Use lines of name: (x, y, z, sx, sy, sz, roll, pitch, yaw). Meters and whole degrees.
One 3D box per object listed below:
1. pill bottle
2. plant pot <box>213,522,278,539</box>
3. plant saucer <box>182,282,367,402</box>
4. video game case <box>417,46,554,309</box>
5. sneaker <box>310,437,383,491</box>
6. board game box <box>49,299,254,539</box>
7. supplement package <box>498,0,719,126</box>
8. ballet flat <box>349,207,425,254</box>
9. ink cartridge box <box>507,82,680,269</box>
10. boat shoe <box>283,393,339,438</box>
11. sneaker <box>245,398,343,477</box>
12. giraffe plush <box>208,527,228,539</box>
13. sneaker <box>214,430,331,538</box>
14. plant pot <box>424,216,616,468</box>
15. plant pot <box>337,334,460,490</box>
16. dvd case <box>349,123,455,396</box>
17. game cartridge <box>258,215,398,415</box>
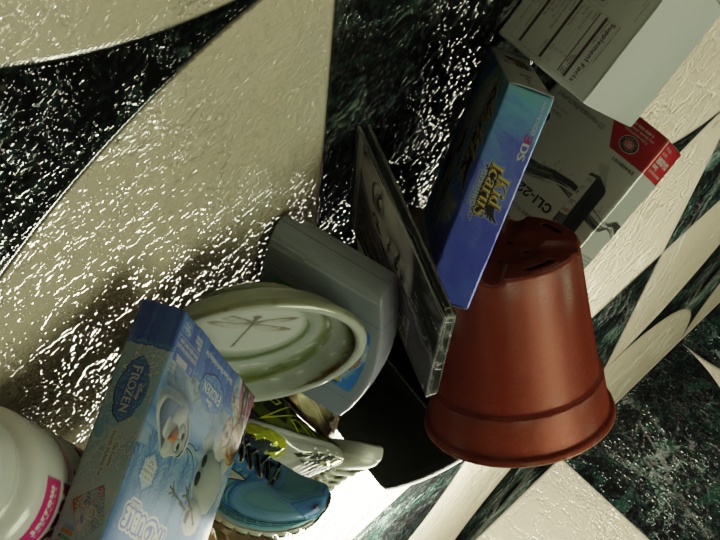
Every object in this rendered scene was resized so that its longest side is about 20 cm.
pill bottle: (-0.267, 0.160, 0.981, 0.113, 0.113, 0.200, -45, 161, -7)
plant pot: (-0.146, 0.351, 1.475, 0.200, 0.175, 0.200, -43, 173, -6)
plant saucer: (-0.096, 0.056, 1.172, 0.199, 0.050, 0.200, -8, 152, -4)
video game case: (0.106, -0.089, 1.220, 0.181, 0.045, 0.201, -94, -157, -71)
sneaker: (-0.047, 0.232, 1.498, 0.073, 0.085, 0.200, 15, 159, -37)
board game box: (-0.157, 0.154, 1.068, 0.200, 0.043, 0.200, 63, 42, -63)
supplement package: (0.249, -0.242, 1.315, 0.156, 0.111, 0.200, -53, 160, 14)
ballet flat: (0.000, 0.000, 1.328, 0.200, 0.069, 0.063, -45, 145, -13)
ink cartridge box: (0.231, -0.101, 1.501, 0.200, 0.144, 0.084, -52, 159, 10)
boat shoe: (-0.047, 0.133, 1.470, 0.065, 0.071, 0.200, -49, 164, -9)
sneaker: (-0.083, 0.156, 1.359, 0.074, 0.085, 0.200, -26, 151, 20)
giraffe plush: (-0.232, 0.288, 1.225, 0.200, 0.162, 0.173, -34, 134, -43)
sneaker: (-0.119, 0.175, 1.231, 0.078, 0.199, 0.090, -73, -177, -69)
plant pot: (0.153, 0.062, 1.367, 0.200, 0.200, 0.196, -31, 124, -39)
plant pot: (0.072, 0.140, 1.581, 0.199, 0.200, 0.178, -28, 163, -45)
dvd case: (0.032, -0.008, 1.187, 0.016, 0.201, 0.149, -16, 152, -12)
game cartridge: (-0.035, 0.049, 1.237, 0.041, 0.133, 0.200, -56, 169, -39)
